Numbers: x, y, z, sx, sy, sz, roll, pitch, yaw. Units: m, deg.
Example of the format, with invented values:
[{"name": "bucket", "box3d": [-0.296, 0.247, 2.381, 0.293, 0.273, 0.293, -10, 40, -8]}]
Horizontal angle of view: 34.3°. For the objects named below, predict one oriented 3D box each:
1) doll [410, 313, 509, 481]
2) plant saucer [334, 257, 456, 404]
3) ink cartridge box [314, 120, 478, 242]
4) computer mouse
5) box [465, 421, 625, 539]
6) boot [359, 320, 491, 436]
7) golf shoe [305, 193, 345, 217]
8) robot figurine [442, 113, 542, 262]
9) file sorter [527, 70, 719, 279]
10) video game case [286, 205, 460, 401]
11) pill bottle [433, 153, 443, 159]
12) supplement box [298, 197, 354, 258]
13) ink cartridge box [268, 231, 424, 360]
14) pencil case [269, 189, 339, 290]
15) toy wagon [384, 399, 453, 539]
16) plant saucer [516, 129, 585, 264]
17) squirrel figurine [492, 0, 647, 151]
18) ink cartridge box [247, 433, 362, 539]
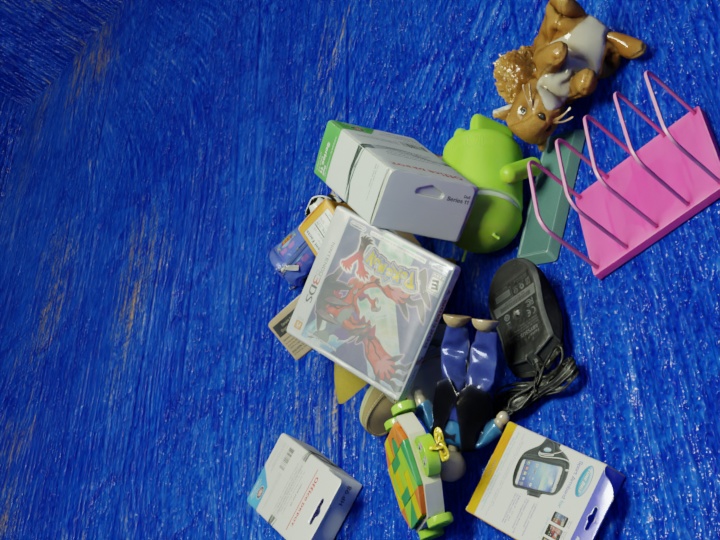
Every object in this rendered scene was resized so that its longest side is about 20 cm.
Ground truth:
[{"name": "doll", "box3d": [0.120, 0.158, 1.431, 0.135, 0.048, 0.203, 7, 91, 30]}, {"name": "plant saucer", "box3d": [0.039, 0.071, 1.648, 0.200, 0.048, 0.201, -41, 13, 28]}, {"name": "ink cartridge box", "box3d": [0.044, -0.121, 1.560, 0.200, 0.145, 0.084, 46, 122, 56]}, {"name": "computer mouse", "box3d": [0.213, 0.080, 1.463, 0.138, 0.052, 0.202, -34, 50, 37]}, {"name": "box", "box3d": [0.213, 0.257, 1.319, 0.199, 0.041, 0.120, 19, 79, 57]}, {"name": "boot", "box3d": [0.083, 0.182, 1.543, 0.200, 0.072, 0.155, -48, 35, 19]}, {"name": "golf shoe", "box3d": [-0.033, -0.076, 1.718, 0.078, 0.095, 0.200, -40, 0, 2]}, {"name": "robot figurine", "box3d": [0.168, -0.113, 1.616, 0.175, 0.115, 0.202, -36, 41, 48]}, {"name": "file sorter", "box3d": [0.315, -0.120, 1.404, 0.199, 0.125, 0.140, -38, 36, 31]}, {"name": "video game case", "box3d": [0.012, 0.039, 1.485, 0.199, 0.023, 0.184, 28, 100, 31]}, {"name": "pill bottle", "box3d": [0.074, -0.127, 1.771, 0.117, 0.116, 0.199, -60, 31, -2]}, {"name": "supplement box", "box3d": [0.000, 0.000, 1.550, 0.069, 0.066, 0.201, -41, 64, 22]}, {"name": "ink cartridge box", "box3d": [-0.021, 0.024, 1.709, 0.200, 0.075, 0.165, -41, 0, -43]}, {"name": "pencil case", "box3d": [-0.073, -0.058, 1.961, 0.200, 0.078, 0.087, -45, 5, 24]}, {"name": "toy wagon", "box3d": [0.070, 0.239, 1.420, 0.201, 0.039, 0.157, 103, 151, -66]}, {"name": "plant saucer", "box3d": [0.256, -0.101, 1.578, 0.070, 0.019, 0.202, -13, 55, 52]}, {"name": "squirrel figurine", "box3d": [0.262, -0.261, 1.609, 0.188, 0.140, 0.200, -61, 15, 0]}, {"name": "ink cartridge box", "box3d": [-0.073, 0.323, 1.651, 0.117, 0.066, 0.199, -61, 30, -3]}]
